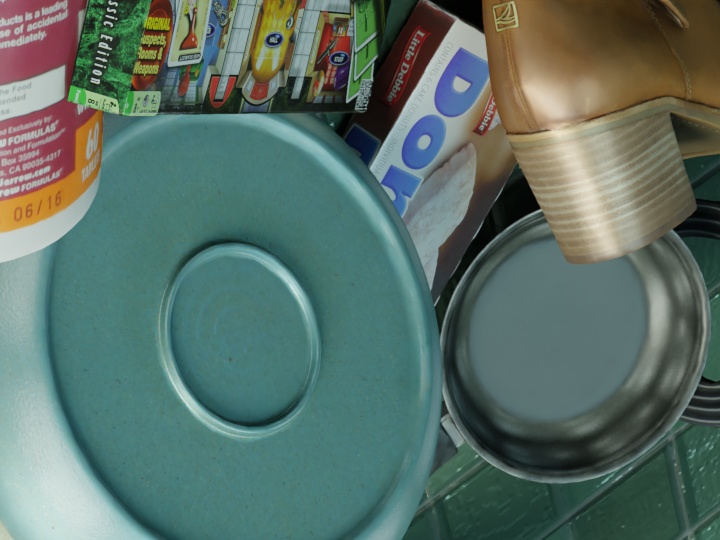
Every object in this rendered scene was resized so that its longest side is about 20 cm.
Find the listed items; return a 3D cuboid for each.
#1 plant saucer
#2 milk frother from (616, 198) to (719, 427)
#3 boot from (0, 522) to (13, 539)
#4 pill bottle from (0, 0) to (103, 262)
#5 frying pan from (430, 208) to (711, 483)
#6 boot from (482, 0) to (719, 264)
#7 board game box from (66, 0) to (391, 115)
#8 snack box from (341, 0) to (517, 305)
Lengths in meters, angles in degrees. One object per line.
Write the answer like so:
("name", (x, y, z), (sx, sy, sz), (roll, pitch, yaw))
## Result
("plant saucer", (-0.045, 0.024, 0.884), (0.199, 0.027, 0.202), (11, 72, -37))
("milk frother", (0.216, -0.002, 1.128), (0.199, 0.182, 0.188), (-17, 144, 25))
("boot", (-0.115, 0.040, 0.888), (0.155, 0.072, 0.201), (39, 76, -38))
("pill bottle", (-0.125, -0.110, 0.754), (0.109, 0.109, 0.201), (-17, 126, -33))
("frying pan", (0.061, 0.058, 1.043), (0.115, 0.031, 0.191), (32, 95, -24))
("boot", (0.107, -0.110, 0.991), (0.200, 0.073, 0.156), (-40, 115, -54))
("board game box", (-0.029, -0.101, 0.833), (0.200, 0.023, 0.106), (-11, 114, -69))
("snack box", (0.000, 0.000, 0.997), (0.072, 0.024, 0.201), (22, 100, -48))
